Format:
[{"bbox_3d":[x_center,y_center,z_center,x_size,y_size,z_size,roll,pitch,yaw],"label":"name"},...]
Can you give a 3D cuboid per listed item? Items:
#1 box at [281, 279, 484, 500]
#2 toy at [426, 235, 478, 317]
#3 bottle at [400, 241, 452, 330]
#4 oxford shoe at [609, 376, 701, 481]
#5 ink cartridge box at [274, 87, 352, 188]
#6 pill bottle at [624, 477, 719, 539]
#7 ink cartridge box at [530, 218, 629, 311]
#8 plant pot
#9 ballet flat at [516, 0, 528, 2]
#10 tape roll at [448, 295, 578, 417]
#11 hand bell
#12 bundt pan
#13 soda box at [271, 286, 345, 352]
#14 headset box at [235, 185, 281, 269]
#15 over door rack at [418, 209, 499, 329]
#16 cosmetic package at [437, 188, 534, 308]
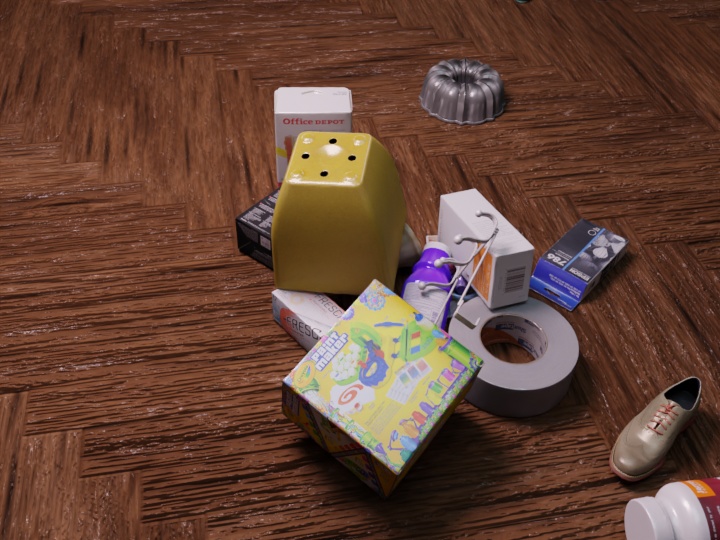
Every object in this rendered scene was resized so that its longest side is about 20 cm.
[{"bbox_3d":[0.027,0.159,1.115,0.192,0.122,0.200,37,63,14],"label":"box"},{"bbox_3d":[0.175,-0.005,1.414,0.114,0.048,0.201,0,42,1],"label":"toy"},{"bbox_3d":[0.104,0.045,1.316,0.082,0.066,0.202,13,55,5],"label":"bottle"},{"bbox_3d":[0.419,0.217,1.162,0.070,0.075,0.199,32,50,28],"label":"oxford shoe"},{"bbox_3d":[-0.089,-0.233,1.539,0.143,0.202,0.084,-2,42,-4],"label":"ink cartridge box"},{"bbox_3d":[0.442,0.318,1.023,0.197,0.114,0.114,-5,42,-8],"label":"pill bottle"},{"bbox_3d":[0.382,-0.015,1.443,0.099,0.040,0.200,30,50,26],"label":"ink cartridge box"},{"bbox_3d":[-0.037,-0.103,1.277,0.193,0.201,0.196,4,50,9],"label":"plant pot"},{"bbox_3d":[0.424,-0.829,2.312,0.067,0.073,0.201,-11,44,-13],"label":"ballet flat"},{"bbox_3d":[0.230,0.126,1.260,0.197,0.067,0.202,1,41,-1],"label":"tape roll"},{"bbox_3d":[0.000,0.000,1.389,0.199,0.105,0.104,-32,51,-18],"label":"hand bell"},{"bbox_3d":[0.233,-0.413,1.846,0.199,0.076,0.203,2,42,-2],"label":"bundt pan"},{"bbox_3d":[-0.056,0.094,1.284,0.068,0.064,0.200,-29,50,-30],"label":"soda box"},{"bbox_3d":[-0.103,-0.085,1.468,0.148,0.076,0.200,28,48,25],"label":"headset box"},{"bbox_3d":[0.133,0.022,1.207,0.066,0.148,0.202,23,55,-7],"label":"over door rack"},{"bbox_3d":[0.198,-0.039,1.330,0.070,0.102,0.200,-11,35,-17],"label":"cosmetic package"}]
